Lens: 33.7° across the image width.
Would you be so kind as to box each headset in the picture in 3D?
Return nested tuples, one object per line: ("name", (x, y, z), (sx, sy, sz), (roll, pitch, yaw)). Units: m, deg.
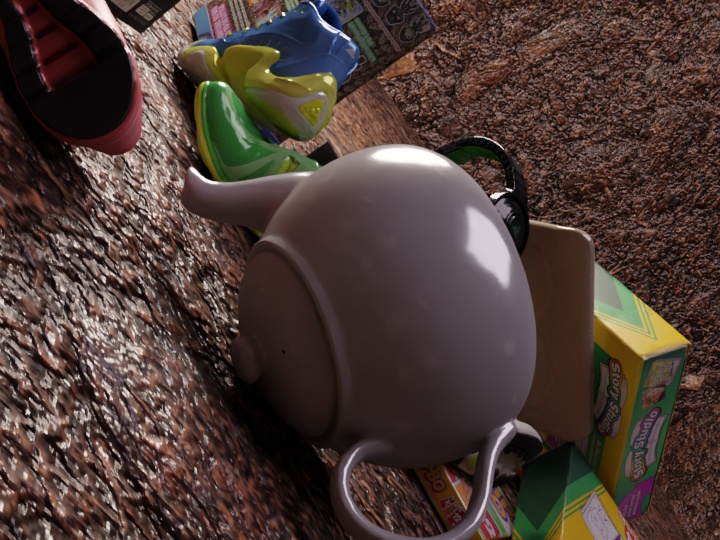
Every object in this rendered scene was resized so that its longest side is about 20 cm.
("headset", (0.094, -0.018, 1.036), (0.094, 0.122, 0.202), (37, 45, -43))

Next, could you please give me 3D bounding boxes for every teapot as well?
("teapot", (-0.003, 0.034, 0.675), (0.199, 0.145, 0.200), (17, -58, 59))

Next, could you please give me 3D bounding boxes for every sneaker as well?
("sneaker", (-0.179, -0.146, 0.650), (0.202, 0.073, 0.087), (62, -3, 9))
("sneaker", (0.070, 0.103, 0.914), (0.085, 0.077, 0.200), (49, -2, 38))
("sneaker", (-0.053, -0.061, 0.890), (0.201, 0.083, 0.074), (56, 10, -1))
("sneaker", (-0.067, -0.168, 0.960), (0.199, 0.105, 0.076), (31, -15, 47))

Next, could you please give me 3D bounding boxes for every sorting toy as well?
("sorting toy", (0.140, 0.042, 1.086), (0.199, 0.036, 0.188), (15, -70, 54))

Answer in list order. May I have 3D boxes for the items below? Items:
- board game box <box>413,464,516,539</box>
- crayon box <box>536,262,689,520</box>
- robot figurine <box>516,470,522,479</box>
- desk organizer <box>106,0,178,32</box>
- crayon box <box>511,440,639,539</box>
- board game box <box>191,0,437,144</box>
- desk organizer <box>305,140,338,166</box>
("board game box", (0.091, 0.184, 0.986), (0.096, 0.030, 0.200), (60, 8, 19))
("crayon box", (0.210, 0.104, 1.103), (0.173, 0.058, 0.202), (47, -36, 45))
("robot figurine", (0.189, 0.150, 1.299), (0.201, 0.116, 0.144), (54, 0, -17))
("desk organizer", (-0.187, -0.243, 0.819), (0.077, 0.071, 0.200), (56, 10, 14))
("crayon box", (0.201, 0.276, 0.997), (0.201, 0.058, 0.173), (55, 24, -15))
("board game box", (-0.049, -0.234, 1.127), (0.097, 0.199, 0.160), (50, 12, -33))
("desk organizer", (0.000, 0.000, 0.998), (0.201, 0.071, 0.077), (61, 8, 26))
